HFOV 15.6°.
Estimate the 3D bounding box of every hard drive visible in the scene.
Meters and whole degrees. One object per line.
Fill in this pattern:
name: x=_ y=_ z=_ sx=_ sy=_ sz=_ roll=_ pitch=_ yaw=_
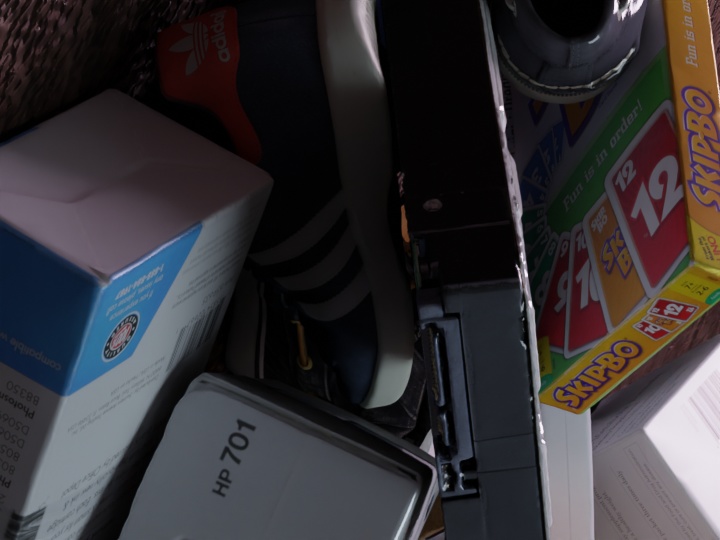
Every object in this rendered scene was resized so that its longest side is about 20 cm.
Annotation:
hard drive: x=0.034 y=-0.008 z=0.868 sx=0.200 sy=0.038 sz=0.140 roll=-94 pitch=177 yaw=-50

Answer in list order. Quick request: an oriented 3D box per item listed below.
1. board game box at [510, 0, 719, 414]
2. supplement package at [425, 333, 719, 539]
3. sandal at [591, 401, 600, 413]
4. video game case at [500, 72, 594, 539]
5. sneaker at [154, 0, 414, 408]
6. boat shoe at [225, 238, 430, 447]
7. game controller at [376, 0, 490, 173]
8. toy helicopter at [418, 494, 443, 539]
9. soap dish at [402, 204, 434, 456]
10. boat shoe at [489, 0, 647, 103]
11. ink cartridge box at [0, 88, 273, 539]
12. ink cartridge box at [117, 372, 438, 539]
board game box: x=0.090 y=-0.057 z=0.934 sx=0.096 sy=0.030 sz=0.201 roll=-45 pitch=-146 yaw=44
supplement package: x=0.117 y=0.130 z=1.228 sx=0.200 sy=0.110 sz=0.114 roll=-34 pitch=-177 yaw=41
sandal: x=0.113 y=0.014 z=1.264 sx=0.075 sy=0.045 sz=0.200 roll=-58 pitch=-177 yaw=18
video game case: x=0.069 y=0.014 z=1.061 sx=0.200 sy=0.024 sz=0.183 roll=80 pitch=2 yaw=-61
sneaker: x=-0.028 y=-0.022 z=0.907 sx=0.200 sy=0.084 sz=0.075 roll=81 pitch=2 yaw=-49
boat shoe: x=0.000 y=0.000 z=1.051 sx=0.071 sy=0.091 sz=0.200 roll=-53 pitch=164 yaw=-28
game controller: x=0.030 y=-0.130 z=0.956 sx=0.104 sy=0.042 sz=0.200 roll=40 pitch=78 yaw=-41
toy helicopter: x=-0.014 y=0.128 z=1.118 sx=0.200 sy=0.079 sz=0.132 roll=-31 pitch=175 yaw=15
soap dish: x=0.034 y=0.033 z=1.257 sx=0.200 sy=0.081 sz=0.158 roll=-43 pitch=158 yaw=-49
boat shoe: x=0.074 y=-0.160 z=0.888 sx=0.063 sy=0.072 sz=0.201 roll=74 pitch=18 yaw=-84
ink cartridge box: x=-0.108 y=0.055 z=0.828 sx=0.116 sy=0.067 sz=0.201 roll=-37 pitch=152 yaw=-61
ink cartridge box: x=-0.038 y=0.117 z=0.909 sx=0.200 sy=0.086 sz=0.147 roll=40 pitch=75 yaw=-86
